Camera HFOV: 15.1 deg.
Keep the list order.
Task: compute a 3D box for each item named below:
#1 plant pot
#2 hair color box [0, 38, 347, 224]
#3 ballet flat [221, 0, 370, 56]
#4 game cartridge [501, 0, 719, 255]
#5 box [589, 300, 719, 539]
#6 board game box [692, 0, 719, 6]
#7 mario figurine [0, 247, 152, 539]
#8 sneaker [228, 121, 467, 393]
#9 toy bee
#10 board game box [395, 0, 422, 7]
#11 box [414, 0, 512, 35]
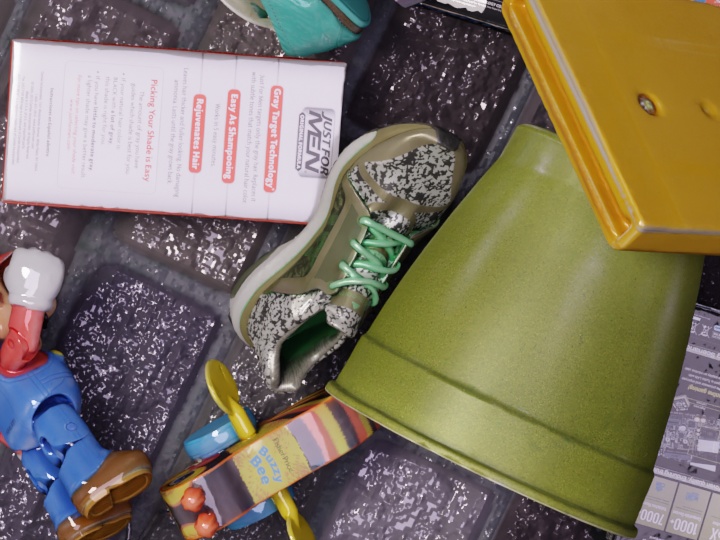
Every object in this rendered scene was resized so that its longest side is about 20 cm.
[{"bbox_3d":[0.111,0.026,1.578,0.200,0.200,0.193,26,91,-5],"label":"plant pot"},{"bbox_3d":[-0.112,-0.084,1.637,0.200,0.061,0.102,5,94,-4],"label":"hair color box"},{"bbox_3d":[-0.072,-0.195,1.568,0.070,0.067,0.200,-27,125,18],"label":"ballet flat"},{"bbox_3d":[0.189,-0.082,1.542,0.200,0.032,0.176,5,52,-40],"label":"game cartridge"},{"bbox_3d":[0.262,0.119,1.665,0.200,0.086,0.164,16,92,-5],"label":"box"},{"bbox_3d":[0.229,-0.120,1.668,0.152,0.045,0.200,11,92,-5],"label":"board game box"},{"bbox_3d":[-0.186,0.059,1.619,0.123,0.106,0.200,-41,73,19],"label":"mario figurine"},{"bbox_3d":[0.000,0.000,1.587,0.077,0.089,0.200,23,123,-28],"label":"sneaker"},{"bbox_3d":[-0.073,0.133,1.631,0.131,0.109,0.200,41,90,-7],"label":"toy bee"},{"bbox_3d":[0.081,-0.282,1.587,0.199,0.041,0.200,-21,86,9],"label":"board game box"},{"bbox_3d":[0.096,-0.244,1.628,0.200,0.050,0.199,17,91,9],"label":"box"}]
